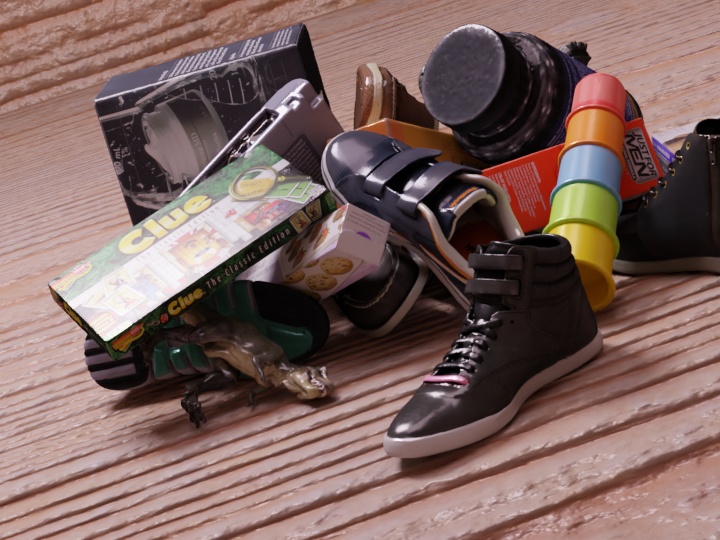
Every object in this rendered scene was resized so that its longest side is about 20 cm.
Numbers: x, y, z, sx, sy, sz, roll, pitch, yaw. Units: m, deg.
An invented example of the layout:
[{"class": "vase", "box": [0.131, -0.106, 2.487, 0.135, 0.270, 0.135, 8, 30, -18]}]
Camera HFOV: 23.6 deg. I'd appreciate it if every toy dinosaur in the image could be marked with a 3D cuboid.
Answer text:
[{"class": "toy dinosaur", "box": [-0.109, 0.057, 1.251, 0.200, 0.048, 0.088, 37, 56, 28]}]

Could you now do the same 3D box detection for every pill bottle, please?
[{"class": "pill bottle", "box": [0.144, -0.133, 1.447, 0.111, 0.113, 0.199, -3, -16, 40]}]

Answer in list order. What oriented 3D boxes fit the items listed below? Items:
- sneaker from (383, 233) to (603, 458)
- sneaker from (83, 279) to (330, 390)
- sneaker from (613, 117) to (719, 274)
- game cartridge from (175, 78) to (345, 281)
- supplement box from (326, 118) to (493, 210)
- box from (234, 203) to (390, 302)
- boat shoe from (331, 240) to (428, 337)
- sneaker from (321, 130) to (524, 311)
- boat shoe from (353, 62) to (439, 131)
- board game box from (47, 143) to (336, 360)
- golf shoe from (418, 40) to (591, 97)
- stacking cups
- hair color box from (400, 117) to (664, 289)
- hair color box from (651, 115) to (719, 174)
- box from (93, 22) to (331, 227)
[{"class": "sneaker", "box": [0.075, 0.040, 1.097, 0.070, 0.100, 0.200, 3, 26, 46]}, {"class": "sneaker", "box": [-0.112, 0.045, 1.341, 0.199, 0.075, 0.087, -7, 4, 17]}, {"class": "sneaker", "box": [0.236, -0.059, 1.260, 0.075, 0.107, 0.199, -28, 18, -36]}, {"class": "game cartridge", "box": [-0.081, -0.043, 1.418, 0.200, 0.133, 0.041, -48, 37, -15]}, {"class": "supplement box", "box": [0.056, -0.077, 1.450, 0.069, 0.067, 0.199, -18, -14, 34]}, {"class": "box", "box": [-0.043, 0.002, 1.313, 0.200, 0.041, 0.039, -29, 40, 57]}, {"class": "boat shoe", "box": [0.000, 0.000, 1.349, 0.072, 0.060, 0.201, -51, 14, -1]}, {"class": "sneaker", "box": [0.053, -0.051, 1.264, 0.200, 0.080, 0.078, 40, 65, 20]}, {"class": "boat shoe", "box": [0.032, -0.135, 1.500, 0.074, 0.075, 0.202, 3, -3, -1]}, {"class": "board game box", "box": [-0.125, -0.018, 1.272, 0.200, 0.024, 0.105, -36, 37, -17]}, {"class": "golf shoe", "box": [0.125, -0.161, 1.575, 0.199, 0.078, 0.088, -5, -10, -35]}, {"class": "stacking cups", "box": [0.166, -0.061, 1.274, 0.060, 0.061, 0.201, -9, 44, 24]}, {"class": "hair color box", "box": [0.132, -0.051, 1.369, 0.199, 0.062, 0.102, -19, -10, -8]}, {"class": "hair color box", "box": [0.344, -0.099, 1.377, 0.199, 0.065, 0.109, -18, 16, 1]}, {"class": "box", "box": [-0.120, -0.103, 1.615, 0.195, 0.201, 0.124, -15, 16, 7]}]
